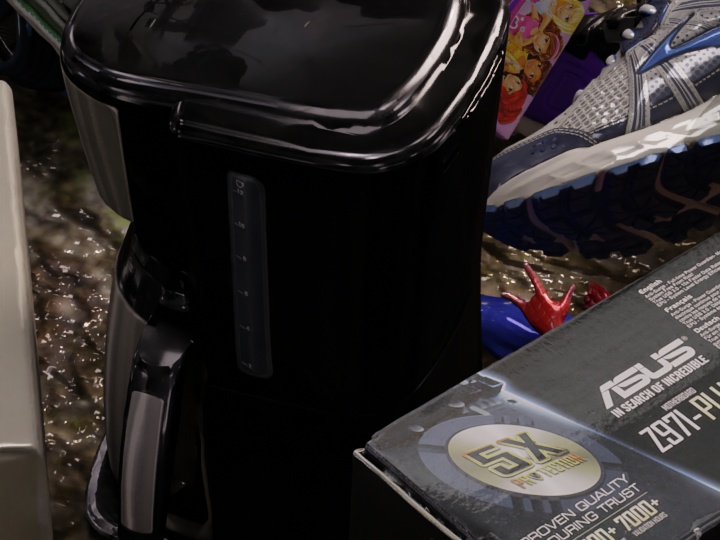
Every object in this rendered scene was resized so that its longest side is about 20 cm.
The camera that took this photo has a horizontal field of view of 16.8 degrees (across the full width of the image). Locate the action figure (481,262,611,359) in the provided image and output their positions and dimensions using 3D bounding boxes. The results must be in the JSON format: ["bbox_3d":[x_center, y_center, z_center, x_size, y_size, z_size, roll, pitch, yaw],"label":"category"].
[{"bbox_3d":[0.076,0.028,0.885,0.199,0.052,0.065,29,12,26],"label":"action figure"}]

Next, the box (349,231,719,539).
[{"bbox_3d":[0.095,0.090,0.729,0.199,0.165,0.086,-29,49,-31],"label":"box"}]

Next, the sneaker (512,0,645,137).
[{"bbox_3d":[0.131,-0.090,0.994,0.199,0.100,0.070,24,43,26],"label":"sneaker"}]

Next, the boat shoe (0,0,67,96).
[{"bbox_3d":[-0.170,-0.168,1.032,0.200,0.084,0.069,53,24,15],"label":"boat shoe"}]

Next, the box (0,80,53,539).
[{"bbox_3d":[-0.151,0.029,0.848,0.077,0.096,0.201,-5,39,-8],"label":"box"}]

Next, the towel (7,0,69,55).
[{"bbox_3d":[-0.102,-0.145,1.028,0.031,0.149,0.201,-27,36,21],"label":"towel"}]

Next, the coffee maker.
[{"bbox_3d":[0.000,0.000,0.804,0.190,0.201,0.135,-1,40,-3],"label":"coffee maker"}]

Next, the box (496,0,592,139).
[{"bbox_3d":[0.051,-0.169,0.897,0.136,0.201,0.039,31,0,-32],"label":"box"}]

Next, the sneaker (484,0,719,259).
[{"bbox_3d":[0.128,-0.072,0.912,0.199,0.077,0.086,-24,62,7],"label":"sneaker"}]
